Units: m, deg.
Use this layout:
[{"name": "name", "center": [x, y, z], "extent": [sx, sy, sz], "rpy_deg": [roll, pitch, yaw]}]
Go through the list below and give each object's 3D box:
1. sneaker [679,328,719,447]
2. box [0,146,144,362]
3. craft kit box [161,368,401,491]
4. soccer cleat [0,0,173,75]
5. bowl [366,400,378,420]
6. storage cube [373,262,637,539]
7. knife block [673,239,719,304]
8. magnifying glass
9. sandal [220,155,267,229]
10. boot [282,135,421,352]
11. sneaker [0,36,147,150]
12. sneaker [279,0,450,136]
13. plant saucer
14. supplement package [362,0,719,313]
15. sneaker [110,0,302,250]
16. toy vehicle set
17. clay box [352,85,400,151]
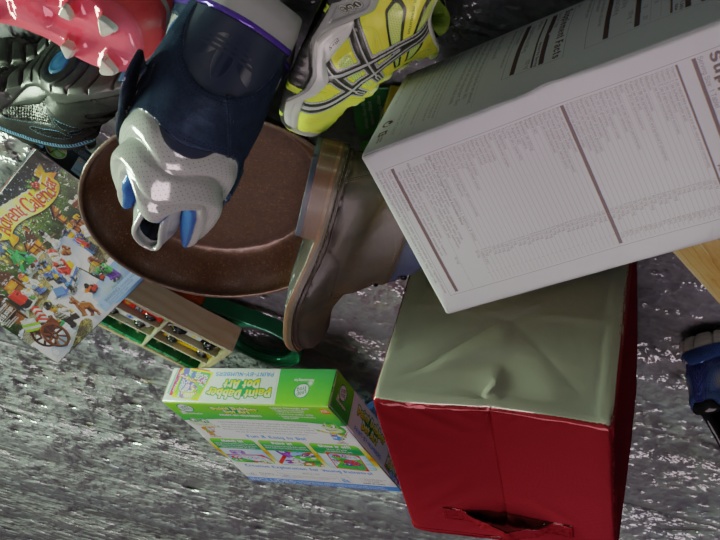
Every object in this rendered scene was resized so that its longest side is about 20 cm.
[{"name": "sneaker", "center": [0.337, 0.132, 0.833], "extent": [0.199, 0.090, 0.078], "rpy_deg": [31, 146, -24]}, {"name": "box", "center": [-0.264, -0.015, 0.857], "extent": [0.136, 0.038, 0.199], "rpy_deg": [37, 126, -21]}, {"name": "craft kit box", "center": [-0.074, 0.168, 1.039], "extent": [0.197, 0.049, 0.198], "rpy_deg": [-2, 147, 26]}, {"name": "soccer cleat", "center": [-0.204, -0.187, 0.616], "extent": [0.198, 0.077, 0.067], "rpy_deg": [28, 135, 10]}, {"name": "bowl", "center": [0.086, 0.195, 1.089], "extent": [0.198, 0.040, 0.202], "rpy_deg": [12, 147, 8]}, {"name": "storage cube", "center": [0.122, 0.089, 0.769], "extent": [0.168, 0.202, 0.181], "rpy_deg": [4, 140, 19]}, {"name": "knife block", "center": [0.294, 0.015, 0.696], "extent": [0.197, 0.065, 0.176], "rpy_deg": [12, 147, 6]}, {"name": "magnifying glass", "center": [-0.140, 0.041, 0.968], "extent": [0.199, 0.023, 0.079], "rpy_deg": [35, 148, -23]}, {"name": "sandal", "center": [-0.105, -0.091, 0.740], "extent": [0.075, 0.043, 0.201], "rpy_deg": [5, 143, 0]}, {"name": "boot", "center": [0.000, 0.000, 0.694], "extent": [0.095, 0.075, 0.201], "rpy_deg": [12, 140, -1]}, {"name": "sneaker", "center": [-0.197, -0.129, 0.697], "extent": [0.198, 0.074, 0.082], "rpy_deg": [3, 151, 38]}, {"name": "sneaker", "center": [0.007, -0.136, 0.583], "extent": [0.076, 0.076, 0.200], "rpy_deg": [22, 149, -10]}, {"name": "plant saucer", "center": [-0.102, -0.053, 0.721], "extent": [0.197, 0.037, 0.202], "rpy_deg": [0, 142, 0]}, {"name": "supplement package", "center": [0.121, -0.073, 0.542], "extent": [0.198, 0.110, 0.115], "rpy_deg": [-17, 118, 28]}, {"name": "sneaker", "center": [-0.097, -0.086, 0.565], "extent": [0.080, 0.148, 0.200], "rpy_deg": [28, -178, -13]}, {"name": "toy vehicle set", "center": [-0.225, 0.037, 0.971], "extent": [0.198, 0.027, 0.124], "rpy_deg": [29, 154, -14]}, {"name": "clay box", "center": [0.090, -0.066, 0.678], "extent": [0.197, 0.048, 0.116], "rpy_deg": [6, 146, 14]}]
